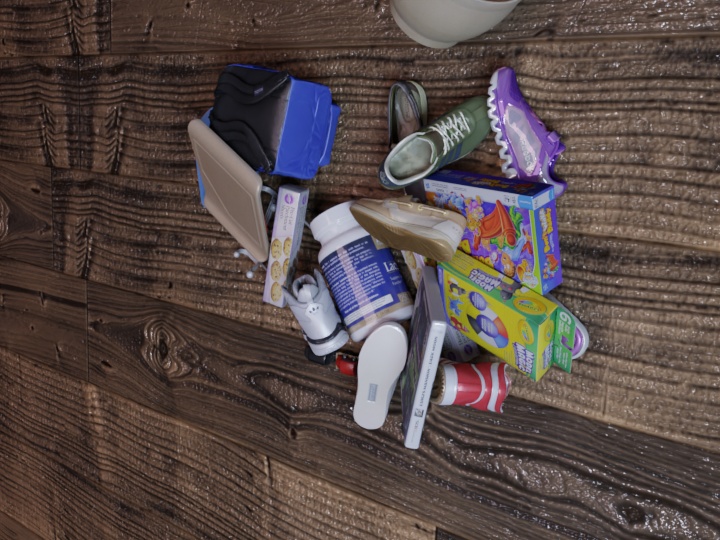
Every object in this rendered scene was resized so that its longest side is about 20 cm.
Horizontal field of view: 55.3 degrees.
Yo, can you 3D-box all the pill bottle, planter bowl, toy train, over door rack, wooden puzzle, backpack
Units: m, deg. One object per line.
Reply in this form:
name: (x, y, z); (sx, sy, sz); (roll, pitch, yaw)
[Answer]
pill bottle: (0.000, 0.000, 1.088); (0.115, 0.115, 0.203); (-30, 80, 34)
planter bowl: (0.116, -0.388, 0.921); (0.202, 0.198, 0.135); (60, 150, 12)
toy train: (-0.016, 0.158, 1.165); (0.197, 0.045, 0.035); (12, 104, 33)
over door rack: (-0.139, -0.039, 1.212); (0.199, 0.066, 0.150); (37, 117, 26)
wooden puzzle: (-0.212, -0.132, 1.147); (0.185, 0.037, 0.201); (43, 152, 23)
backpack: (-0.145, -0.239, 1.124); (0.198, 0.167, 0.165); (22, 100, 36)

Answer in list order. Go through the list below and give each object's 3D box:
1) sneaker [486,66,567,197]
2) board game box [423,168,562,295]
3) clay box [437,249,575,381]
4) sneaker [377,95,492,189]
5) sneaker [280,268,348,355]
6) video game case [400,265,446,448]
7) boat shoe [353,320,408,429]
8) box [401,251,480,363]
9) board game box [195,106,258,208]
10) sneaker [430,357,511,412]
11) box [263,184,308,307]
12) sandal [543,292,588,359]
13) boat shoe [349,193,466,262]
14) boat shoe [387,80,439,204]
sneaker: (0.229, -0.178, 0.929); (0.087, 0.080, 0.204); (-11, 96, 31)
board game box: (0.177, -0.058, 0.937); (0.199, 0.044, 0.137); (19, 128, 51)
clay box: (0.194, 0.065, 0.930); (0.199, 0.047, 0.116); (34, 149, 38)
sneaker: (0.109, -0.176, 0.959); (0.198, 0.090, 0.068); (-33, 94, 8)
sneaker: (-0.074, 0.056, 1.104); (0.074, 0.200, 0.117); (-25, 102, -5)
video game case: (0.083, 0.113, 0.959); (0.023, 0.201, 0.185); (9, 110, -2)
boat shoe: (0.034, 0.152, 1.059); (0.071, 0.069, 0.203); (9, 122, 7)
box: (0.121, 0.045, 1.052); (0.041, 0.038, 0.203); (-30, 79, 52)
board game box: (-0.237, -0.205, 1.269); (0.156, 0.039, 0.204); (-13, 84, 35)
sneaker: (0.145, 0.157, 0.980); (0.110, 0.200, 0.073); (5, 90, -7)
box: (-0.125, -0.040, 1.145); (0.041, 0.039, 0.204); (18, 111, 15)
sandal: (0.230, 0.052, 0.973); (0.201, 0.049, 0.084); (32, 114, 28)
boat shoe: (0.069, -0.072, 0.985); (0.198, 0.074, 0.070); (24, 70, 40)
boat shoe: (0.071, -0.186, 1.042); (0.072, 0.064, 0.204); (-9, 92, 34)
